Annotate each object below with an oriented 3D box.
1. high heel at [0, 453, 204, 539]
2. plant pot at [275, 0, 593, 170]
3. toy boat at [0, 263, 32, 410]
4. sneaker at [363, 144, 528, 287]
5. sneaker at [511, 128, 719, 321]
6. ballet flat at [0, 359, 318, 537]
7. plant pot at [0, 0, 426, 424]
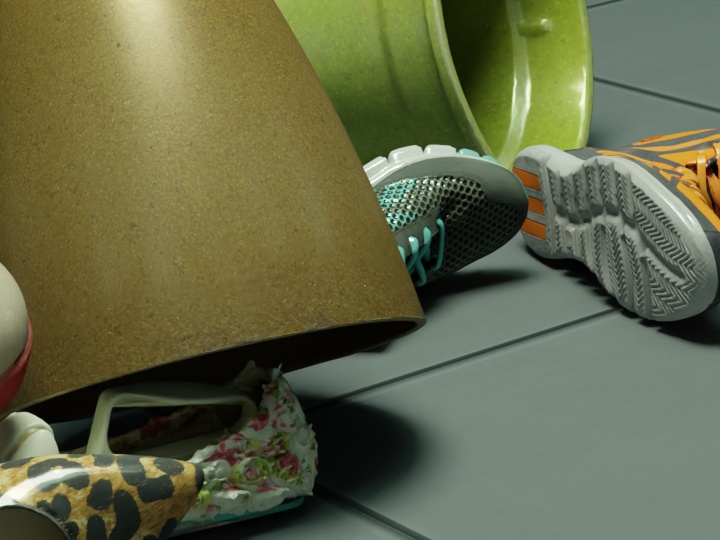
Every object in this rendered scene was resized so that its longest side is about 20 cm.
[{"bbox_3d":[-0.133,0.126,0.939,0.200,0.071,0.143,-25,16,-9],"label":"high heel"},{"bbox_3d":[0.005,-0.125,1.532,0.184,0.200,0.200,-8,15,27],"label":"plant pot"},{"bbox_3d":[-0.218,0.068,1.044,0.130,0.131,0.200,24,39,23],"label":"toy boat"},{"bbox_3d":[0.000,0.000,1.333,0.200,0.078,0.091,-16,37,-22],"label":"sneaker"},{"bbox_3d":[0.160,-0.034,1.359,0.112,0.078,0.200,-12,20,-18],"label":"sneaker"},{"bbox_3d":[-0.109,0.080,1.100,0.200,0.064,0.076,-15,22,-28],"label":"ballet flat"},{"bbox_3d":[-0.087,-0.051,1.178,0.186,0.200,0.186,-15,-6,-2],"label":"plant pot"}]
